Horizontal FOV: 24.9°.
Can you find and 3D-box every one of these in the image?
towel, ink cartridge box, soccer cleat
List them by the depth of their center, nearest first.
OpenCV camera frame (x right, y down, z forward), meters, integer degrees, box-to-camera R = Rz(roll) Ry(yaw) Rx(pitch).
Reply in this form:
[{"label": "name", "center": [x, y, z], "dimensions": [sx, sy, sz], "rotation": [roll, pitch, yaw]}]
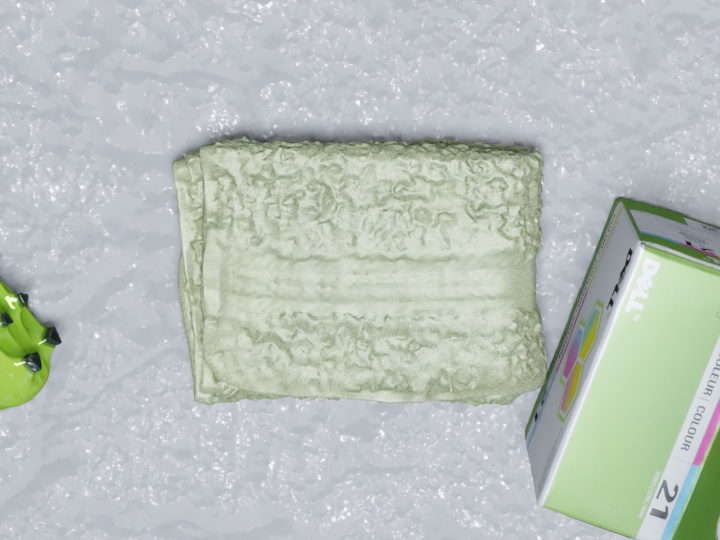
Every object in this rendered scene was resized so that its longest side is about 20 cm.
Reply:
[{"label": "ink cartridge box", "center": [0.143, 0.063, 0.794], "dimensions": [0.075, 0.200, 0.149], "rotation": [19, 105, -2]}, {"label": "soccer cleat", "center": [-0.239, -0.009, 0.871], "dimensions": [0.081, 0.068, 0.201], "rotation": [-23, 103, 22]}, {"label": "towel", "center": [0.000, 0.000, 0.872], "dimensions": [0.198, 0.037, 0.150], "rotation": [-1, 104, 4]}]
